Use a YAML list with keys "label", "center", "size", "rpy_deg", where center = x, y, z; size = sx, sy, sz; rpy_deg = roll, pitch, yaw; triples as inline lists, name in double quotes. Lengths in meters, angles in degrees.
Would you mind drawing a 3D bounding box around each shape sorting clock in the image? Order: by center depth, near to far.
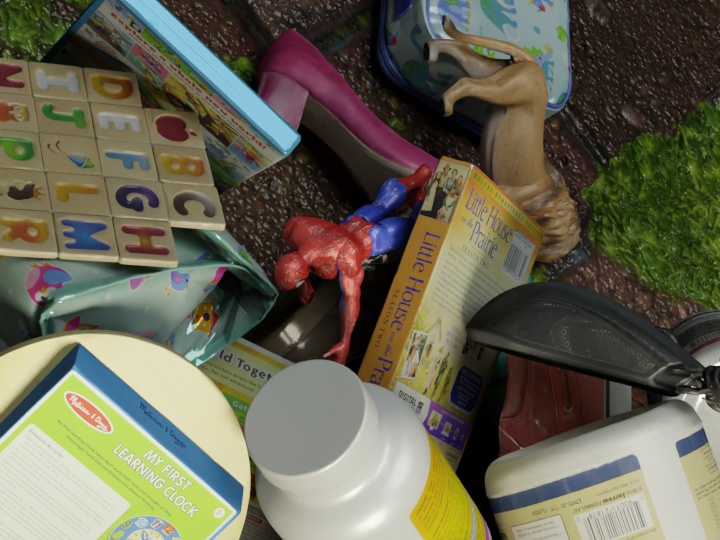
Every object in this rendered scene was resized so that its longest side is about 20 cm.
- label: "shape sorting clock"
  center: [-0.156, 0.126, 0.978]
  size: [0.199, 0.201, 0.039]
  rpy_deg: [25, 12, -27]

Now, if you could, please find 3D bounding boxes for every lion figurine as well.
- label: "lion figurine"
  center: [0.113, -0.098, 1.362]
  size: [0.121, 0.202, 0.073]
  rpy_deg: [-5, 23, -14]

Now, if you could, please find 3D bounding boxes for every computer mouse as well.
- label: "computer mouse"
  center: [0.167, 0.045, 1.149]
  size: [0.138, 0.199, 0.053]
  rpy_deg: [25, 80, -73]

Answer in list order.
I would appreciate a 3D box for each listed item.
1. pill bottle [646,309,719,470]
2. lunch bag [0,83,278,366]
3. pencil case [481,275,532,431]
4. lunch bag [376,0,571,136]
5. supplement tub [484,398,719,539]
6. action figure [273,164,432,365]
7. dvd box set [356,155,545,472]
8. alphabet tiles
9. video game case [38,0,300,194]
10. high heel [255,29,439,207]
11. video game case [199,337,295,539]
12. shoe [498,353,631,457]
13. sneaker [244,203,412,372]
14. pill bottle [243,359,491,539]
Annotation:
- label: "pill bottle"
  center: [0.274, 0.093, 1.343]
  size: [0.116, 0.116, 0.200]
  rpy_deg: [51, 9, -3]
- label: "lunch bag"
  center: [-0.162, -0.019, 1.058]
  size: [0.199, 0.122, 0.170]
  rpy_deg: [-15, 51, -45]
- label: "pencil case"
  center: [0.141, 0.094, 1.303]
  size: [0.092, 0.085, 0.201]
  rpy_deg: [-38, 92, -27]
- label: "lunch bag"
  center: [0.091, -0.215, 1.456]
  size: [0.160, 0.082, 0.201]
  rpy_deg: [25, 50, -29]
- label: "supplement tub"
  center: [0.172, 0.195, 1.118]
  size: [0.144, 0.144, 0.201]
  rpy_deg: [-14, 84, -45]
- label: "action figure"
  center: [0.000, 0.000, 1.163]
  size: [0.065, 0.100, 0.200]
  rpy_deg: [23, 24, 26]
- label: "dvd box set"
  center: [0.055, 0.041, 1.185]
  size: [0.146, 0.029, 0.201]
  rpy_deg: [32, 77, -61]
- label: "alphabet tiles"
  center: [-0.178, -0.065, 1.004]
  size: [0.198, 0.006, 0.167]
  rpy_deg: [4, 42, -22]
- label: "video game case"
  center: [-0.126, -0.106, 1.122]
  size: [0.143, 0.200, 0.018]
  rpy_deg: [43, 69, -11]
- label: "high heel"
  center: [0.014, -0.103, 1.316]
  size: [0.199, 0.067, 0.096]
  rpy_deg: [22, 58, -2]
- label: "video game case"
  center: [-0.121, 0.103, 1.087]
  size: [0.199, 0.023, 0.183]
  rpy_deg: [26, 49, -9]
- label: "shoe"
  center: [0.140, 0.143, 1.232]
  size: [0.071, 0.090, 0.202]
  rpy_deg: [-9, 99, -84]
- label: "sneaker"
  center: [-0.006, 0.029, 1.241]
  size: [0.200, 0.070, 0.076]
  rpy_deg: [-44, 107, -40]
- label: "pill bottle"
  center: [0.003, 0.133, 1.042]
  size: [0.200, 0.103, 0.105]
  rpy_deg: [59, 28, -51]
